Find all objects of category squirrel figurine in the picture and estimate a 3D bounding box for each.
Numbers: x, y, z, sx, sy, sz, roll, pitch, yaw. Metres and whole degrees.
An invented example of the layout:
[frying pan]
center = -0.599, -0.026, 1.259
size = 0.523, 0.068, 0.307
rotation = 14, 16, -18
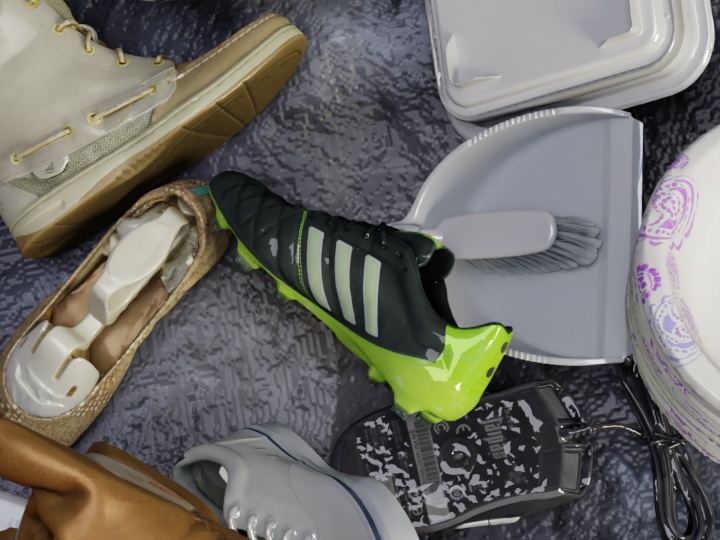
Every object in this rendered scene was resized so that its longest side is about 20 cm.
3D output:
[squirrel figurine]
center = -0.132, 0.198, 1.353
size = 0.200, 0.142, 0.187
rotation = 29, 91, 14

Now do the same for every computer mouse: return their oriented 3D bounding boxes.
[computer mouse]
center = 0.091, 0.125, 1.465
size = 0.200, 0.046, 0.141
rotation = -17, 75, -6

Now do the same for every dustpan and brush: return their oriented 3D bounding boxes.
[dustpan and brush]
center = 0.054, -0.017, 1.482
size = 0.200, 0.057, 0.140
rotation = -4, 80, 38

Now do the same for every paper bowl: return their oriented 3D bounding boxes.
[paper bowl]
center = 0.237, 0.021, 1.411
size = 0.200, 0.104, 0.201
rotation = 2, 63, -3

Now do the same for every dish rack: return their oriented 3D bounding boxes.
[dish rack]
center = 0.099, -0.181, 1.481
size = 0.171, 0.044, 0.200
rotation = -15, 76, 33

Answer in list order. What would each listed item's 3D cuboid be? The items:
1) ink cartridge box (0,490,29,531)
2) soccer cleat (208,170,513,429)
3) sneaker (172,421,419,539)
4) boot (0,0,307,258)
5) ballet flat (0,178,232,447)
[ink cartridge box]
center = -0.122, 0.219, 1.457
size = 0.200, 0.086, 0.148
rotation = 18, 83, 9
[soccer cleat]
center = 0.000, 0.000, 1.461
size = 0.200, 0.068, 0.081
rotation = 42, 99, 24
[sneaker]
center = -0.034, 0.138, 1.414
size = 0.071, 0.200, 0.073
rotation = -17, 111, -25
[boot]
center = -0.145, -0.122, 1.527
size = 0.200, 0.072, 0.155
rotation = -35, 75, 4
[ballet flat]
center = -0.150, 0.026, 1.504
size = 0.070, 0.065, 0.200
rotation = 36, 88, 11
